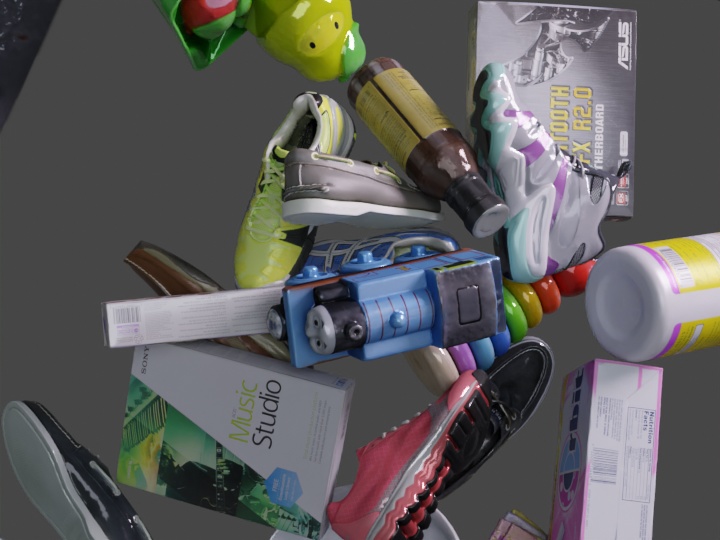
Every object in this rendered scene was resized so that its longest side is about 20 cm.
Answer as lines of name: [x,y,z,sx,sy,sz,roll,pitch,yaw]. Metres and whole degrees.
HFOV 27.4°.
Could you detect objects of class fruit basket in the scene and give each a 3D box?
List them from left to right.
fruit basket: [-0.081,-0.260,1.340,0.214,0.156,0.217,-1,74,5]

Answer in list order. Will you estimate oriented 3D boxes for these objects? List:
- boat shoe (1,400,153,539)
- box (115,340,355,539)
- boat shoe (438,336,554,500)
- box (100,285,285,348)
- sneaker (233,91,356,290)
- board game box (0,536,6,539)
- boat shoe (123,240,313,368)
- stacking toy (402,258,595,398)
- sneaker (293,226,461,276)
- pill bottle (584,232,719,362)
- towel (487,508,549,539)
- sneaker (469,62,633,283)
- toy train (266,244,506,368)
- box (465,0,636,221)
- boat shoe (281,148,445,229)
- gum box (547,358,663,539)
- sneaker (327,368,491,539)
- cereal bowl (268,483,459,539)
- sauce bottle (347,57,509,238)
boat shoe: [-0.251,0.198,1.324,0.060,0.076,0.201,-23,78,-44]
box: [-0.113,0.143,1.305,0.199,0.036,0.145,14,105,14]
boat shoe: [0.110,0.141,1.369,0.200,0.066,0.070,-43,92,-8]
box: [-0.125,0.038,1.285,0.199,0.039,0.042,-6,93,-17]
sneaker: [-0.074,-0.072,1.344,0.075,0.076,0.201,14,76,27]
board game box: [-0.327,0.351,1.321,0.199,0.026,0.201,31,84,-5]
boat shoe: [-0.137,0.053,1.340,0.200,0.076,0.074,38,86,-3]
stacking toy: [0.134,0.033,1.378,0.200,0.085,0.086,-33,91,-13]
sneaker: [0.000,0.000,1.359,0.199,0.077,0.076,-18,91,-7]
pill bottle: [0.311,0.020,1.361,0.199,0.104,0.105,-7,87,-33]
towel: [0.146,0.343,1.385,0.143,0.023,0.201,33,84,-5]
sneaker: [0.181,-0.097,1.346,0.139,0.078,0.201,-11,98,-9]
toy train: [0.023,0.030,1.252,0.199,0.114,0.087,-11,101,-25]
box: [0.180,-0.150,1.406,0.157,0.048,0.201,3,86,-8]
boat shoe: [0.006,-0.071,1.325,0.201,0.072,0.061,3,80,-50]
gum box: [0.221,0.179,1.345,0.066,0.114,0.201,8,78,-6]
sneaker: [0.041,0.159,1.294,0.087,0.074,0.200,24,66,28]
cereal bowl: [0.007,0.296,1.319,0.199,0.083,0.201,-8,60,15]
sauce bottle: [0.062,-0.109,1.336,0.065,0.065,0.200,-30,59,-8]
